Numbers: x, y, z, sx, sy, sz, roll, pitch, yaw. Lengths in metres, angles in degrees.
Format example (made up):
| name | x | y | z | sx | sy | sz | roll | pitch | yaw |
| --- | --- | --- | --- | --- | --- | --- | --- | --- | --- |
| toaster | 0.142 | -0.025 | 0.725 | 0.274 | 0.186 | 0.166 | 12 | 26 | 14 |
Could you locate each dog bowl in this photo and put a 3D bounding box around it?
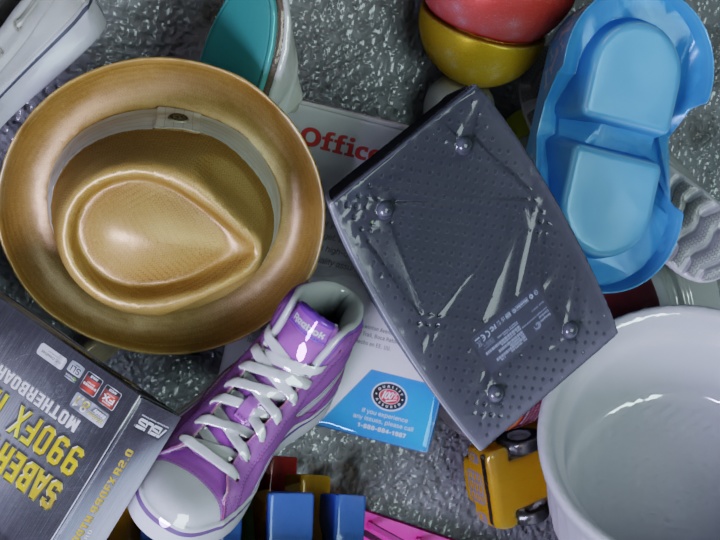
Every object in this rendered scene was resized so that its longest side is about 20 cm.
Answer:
| name | x | y | z | sx | sy | sz | roll | pitch | yaw |
| --- | --- | --- | --- | --- | --- | --- | --- | --- | --- |
| dog bowl | 0.162 | -0.087 | 1.636 | 0.111 | 0.050 | 0.202 | 12 | 90 | -23 |

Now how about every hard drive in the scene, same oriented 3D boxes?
| name | x | y | z | sx | sy | sz | roll | pitch | yaw |
| --- | --- | --- | --- | --- | --- | --- | --- | --- | --- |
| hard drive | 0.066 | -0.003 | 1.549 | 0.135 | 0.042 | 0.201 | -39 | 117 | -14 |

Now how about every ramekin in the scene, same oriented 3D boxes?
| name | x | y | z | sx | sy | sz | roll | pitch | yaw |
| --- | --- | --- | --- | --- | --- | --- | --- | --- | --- |
| ramekin | 0.214 | 0.131 | 1.646 | 0.200 | 0.200 | 0.098 | -35 | 153 | -20 |

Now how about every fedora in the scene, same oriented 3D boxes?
| name | x | y | z | sx | sy | sz | roll | pitch | yaw |
| --- | --- | --- | --- | --- | --- | --- | --- | --- | --- |
| fedora | -0.118 | -0.028 | 1.481 | 0.199 | 0.082 | 0.202 | -1 | 109 | -3 |

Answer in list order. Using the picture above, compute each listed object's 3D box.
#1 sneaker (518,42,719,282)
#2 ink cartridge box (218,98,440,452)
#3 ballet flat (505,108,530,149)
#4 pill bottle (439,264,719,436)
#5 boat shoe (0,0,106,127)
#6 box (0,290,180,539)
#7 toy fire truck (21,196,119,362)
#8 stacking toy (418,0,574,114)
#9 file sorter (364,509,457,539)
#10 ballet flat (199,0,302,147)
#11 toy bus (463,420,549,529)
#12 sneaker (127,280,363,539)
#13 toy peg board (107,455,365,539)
| name | x | y | z | sx | sy | sz | roll | pitch | yaw |
| --- | --- | --- | --- | --- | --- | --- | --- | --- | --- |
| sneaker | 0.179 | -0.069 | 1.718 | 0.075 | 0.082 | 0.200 | -39 | 86 | 2 |
| ink cartridge box | 0.000 | 0.000 | 1.621 | 0.145 | 0.084 | 0.201 | 15 | 95 | 4 |
| ballet flat | 0.088 | -0.047 | 1.713 | 0.200 | 0.067 | 0.067 | -36 | 117 | -20 |
| pill bottle | 0.146 | 0.038 | 1.743 | 0.199 | 0.114 | 0.115 | -16 | 110 | -29 |
| boat shoe | -0.239 | -0.113 | 1.489 | 0.200 | 0.072 | 0.066 | -43 | 116 | -17 |
| box | -0.223 | 0.101 | 1.469 | 0.159 | 0.200 | 0.048 | -57 | 146 | -1 |
| toy fire truck | -0.163 | -0.002 | 1.577 | 0.199 | 0.049 | 0.142 | -24 | 114 | -26 |
| stacking toy | 0.084 | -0.175 | 1.666 | 0.145 | 0.146 | 0.201 | -1 | 122 | -32 |
| file sorter | 0.043 | 0.259 | 1.727 | 0.199 | 0.125 | 0.140 | 22 | 90 | -34 |
| ballet flat | -0.072 | -0.088 | 1.550 | 0.069 | 0.069 | 0.201 | 6 | 107 | -33 |
| toy bus | 0.158 | 0.117 | 1.792 | 0.199 | 0.078 | 0.066 | -20 | 114 | -27 |
| sneaker | -0.065 | 0.073 | 1.479 | 0.201 | 0.072 | 0.115 | -50 | 172 | -46 |
| toy peg board | -0.101 | 0.151 | 1.578 | 0.199 | 0.199 | 0.099 | 5 | 83 | -33 |
